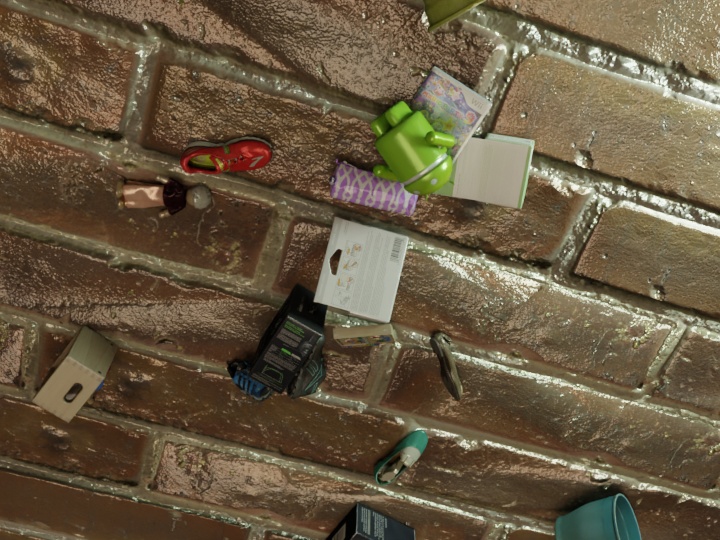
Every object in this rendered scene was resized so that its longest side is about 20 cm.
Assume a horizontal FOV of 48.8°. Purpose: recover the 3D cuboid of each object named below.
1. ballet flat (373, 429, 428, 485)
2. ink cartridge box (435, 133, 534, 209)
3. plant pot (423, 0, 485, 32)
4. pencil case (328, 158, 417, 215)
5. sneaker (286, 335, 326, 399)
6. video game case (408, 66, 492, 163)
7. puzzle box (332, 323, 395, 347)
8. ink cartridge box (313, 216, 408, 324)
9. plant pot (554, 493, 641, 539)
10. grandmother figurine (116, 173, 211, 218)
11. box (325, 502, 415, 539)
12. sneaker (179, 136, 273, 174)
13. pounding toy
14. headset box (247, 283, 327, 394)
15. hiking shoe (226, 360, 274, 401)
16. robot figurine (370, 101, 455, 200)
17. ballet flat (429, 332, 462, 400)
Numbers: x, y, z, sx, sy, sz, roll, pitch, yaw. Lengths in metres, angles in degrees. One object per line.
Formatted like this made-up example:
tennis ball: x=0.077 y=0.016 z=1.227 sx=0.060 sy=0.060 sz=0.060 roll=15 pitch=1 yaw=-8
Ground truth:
ballet flat: x=0.109 y=0.504 z=2.100 sx=0.067 sy=0.070 sz=0.200 roll=36 pitch=114 yaw=-18
ink cartridge box: x=0.258 y=-0.219 z=1.694 sx=0.199 sy=0.048 sz=0.146 roll=12 pitch=120 yaw=13
plant pot: x=0.165 y=-0.563 z=1.429 sx=0.200 sy=0.200 sz=0.184 roll=-28 pitch=105 yaw=16
pencil case: x=0.030 y=-0.178 z=1.706 sx=0.199 sy=0.084 sz=0.086 roll=13 pitch=96 yaw=-8
sneaker: x=-0.121 y=0.230 z=1.958 sx=0.079 sy=0.075 sz=0.200 roll=7 pitch=122 yaw=-28
video game case: x=0.158 y=-0.298 z=1.646 sx=0.143 sy=0.018 sz=0.200 roll=33 pitch=116 yaw=0
puzzle box: x=0.012 y=0.153 z=1.845 sx=0.133 sy=0.200 sz=0.026 roll=-5 pitch=78 yaw=5
ink cartridge box: x=0.000 y=0.000 z=1.760 sx=0.176 sy=0.045 sz=0.201 roll=16 pitch=79 yaw=-9
plant pot: x=0.640 y=0.724 z=2.158 sx=0.188 sy=0.200 sz=0.200 roll=-20 pitch=119 yaw=30
grandmother figurine: x=-0.426 y=-0.166 z=1.736 sx=0.199 sy=0.061 sz=0.121 roll=3 pitch=148 yaw=-4
box: x=0.021 y=0.793 z=2.241 sx=0.200 sy=0.118 sz=0.197 roll=30 pitch=116 yaw=-14
sneaker: x=-0.283 y=-0.230 z=1.675 sx=0.199 sy=0.085 sz=0.077 roll=-5 pitch=120 yaw=4
pounding toy: x=-0.681 y=0.268 z=1.931 sx=0.142 sy=0.184 sz=0.200 roll=36 pitch=106 yaw=-18
headset box: x=-0.161 y=0.150 z=1.832 sx=0.093 sy=0.174 sz=0.200 roll=30 pitch=111 yaw=-10
hiking shoe: x=-0.263 y=0.262 z=1.914 sx=0.087 sy=0.074 sz=0.200 roll=48 pitch=152 yaw=-21
robot figurine: x=0.108 y=-0.240 z=1.609 sx=0.175 sy=0.116 sz=0.200 roll=-28 pitch=102 yaw=38
ballet flat: x=0.220 y=0.235 z=1.955 sx=0.046 sy=0.067 sz=0.200 roll=-30 pitch=116 yaw=-19
